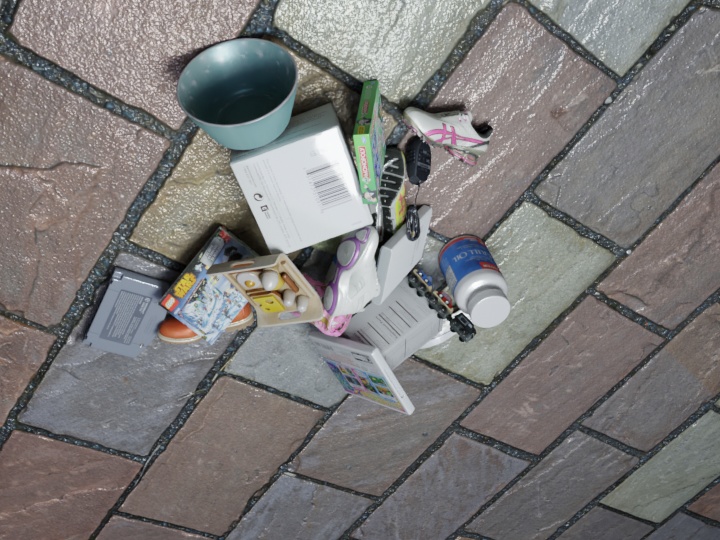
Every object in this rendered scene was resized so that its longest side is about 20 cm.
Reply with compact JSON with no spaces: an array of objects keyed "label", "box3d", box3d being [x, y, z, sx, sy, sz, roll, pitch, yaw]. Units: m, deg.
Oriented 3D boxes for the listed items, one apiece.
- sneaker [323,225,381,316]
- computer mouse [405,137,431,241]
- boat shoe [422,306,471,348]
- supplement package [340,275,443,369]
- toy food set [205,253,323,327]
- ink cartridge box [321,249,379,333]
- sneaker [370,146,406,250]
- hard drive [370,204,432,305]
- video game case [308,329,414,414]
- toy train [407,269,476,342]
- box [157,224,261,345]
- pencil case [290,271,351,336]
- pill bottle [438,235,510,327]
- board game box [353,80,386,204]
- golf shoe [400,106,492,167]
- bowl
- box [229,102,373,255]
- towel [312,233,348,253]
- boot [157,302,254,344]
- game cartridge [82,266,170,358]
[{"label":"sneaker","box3d":[0.000,0.000,1.389,0.099,0.075,0.200,3,128,-28]},{"label":"computer mouse","box3d":[0.102,-0.156,1.436,0.059,0.034,0.200,12,84,-56]},{"label":"boat shoe","box3d":[0.202,0.108,1.703,0.200,0.071,0.070,-28,100,12]},{"label":"supplement package","box3d":[0.067,0.123,1.580,0.200,0.110,0.114,-35,151,-21]},{"label":"toy food set","box3d":[-0.174,0.044,1.390,0.143,0.060,0.200,-9,143,21]},{"label":"ink cartridge box","box3d":[-0.019,0.045,1.572,0.116,0.067,0.200,0,128,-38]},{"label":"sneaker","box3d":[0.056,-0.146,1.474,0.078,0.090,0.200,16,110,21]},{"label":"hard drive","box3d":[0.083,-0.034,1.493,0.027,0.200,0.132,23,126,17]},{"label":"video game case","box3d":[0.000,0.206,1.530,0.024,0.200,0.182,-48,125,-26]},{"label":"toy train","box3d":[0.165,0.066,1.525,0.046,0.200,0.034,-31,149,-20]},{"label":"box","box3d":[-0.284,0.029,1.479,0.137,0.040,0.200,40,98,-11]},{"label":"pencil case","box3d":[-0.110,0.058,1.504,0.200,0.083,0.087,25,116,23]},{"label":"pill bottle","box3d":[0.240,0.024,1.556,0.112,0.200,0.112,-7,127,-9]},{"label":"board game box","box3d":[0.019,-0.228,1.314,0.029,0.200,0.135,-3,128,9]},{"label":"golf shoe","box3d":[0.161,-0.270,1.403,0.200,0.073,0.092,18,114,-36]},{"label":"bowl","box3d":[-0.194,-0.280,1.248,0.200,0.201,0.105,-15,148,-3]},{"label":"box","box3d":[-0.104,-0.161,1.343,0.200,0.131,0.199,-19,119,4]},{"label":"towel","box3d":[-0.091,-0.112,1.477,0.200,0.037,0.148,20,120,-26]},{"label":"boot","box3d":[-0.327,0.082,1.544,0.200,0.075,0.107,-17,126,-14]},{"label":"game cartridge","box3d":[-0.473,0.090,1.535,0.133,0.040,0.200,22,118,-23]}]
